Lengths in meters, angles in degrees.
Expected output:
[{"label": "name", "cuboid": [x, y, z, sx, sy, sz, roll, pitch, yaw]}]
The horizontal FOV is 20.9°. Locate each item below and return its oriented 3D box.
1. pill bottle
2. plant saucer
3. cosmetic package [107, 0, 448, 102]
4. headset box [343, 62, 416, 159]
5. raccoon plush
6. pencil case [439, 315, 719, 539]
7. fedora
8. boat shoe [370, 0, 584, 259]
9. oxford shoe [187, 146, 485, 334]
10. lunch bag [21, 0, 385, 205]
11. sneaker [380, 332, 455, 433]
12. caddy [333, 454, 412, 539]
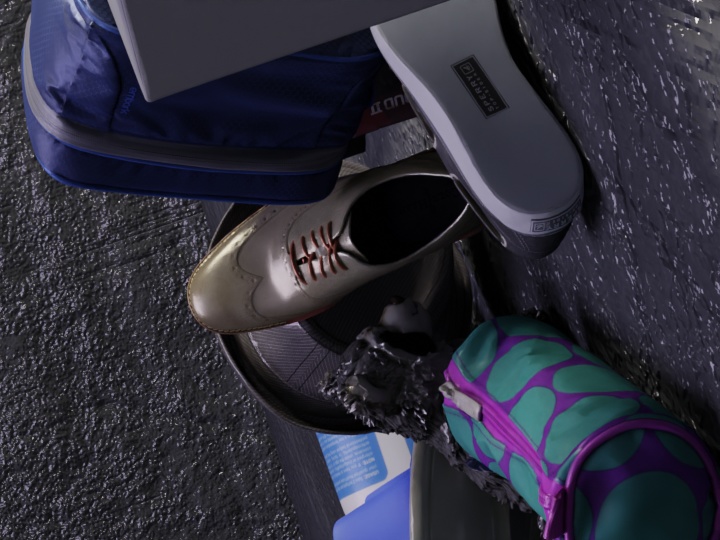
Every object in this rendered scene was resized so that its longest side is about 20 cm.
[{"label": "pill bottle", "cuboid": [0.025, 0.126, 1.471, 0.112, 0.111, 0.202, 110, 142, -77]}, {"label": "plant saucer", "cuboid": [0.080, 0.143, 1.201, 0.200, 0.050, 0.203, 0, -90, -72]}, {"label": "cosmetic package", "cuboid": [-0.039, -0.209, 0.850, 0.123, 0.198, 0.201, 84, 165, -56]}, {"label": "headset box", "cuboid": [-0.044, -0.157, 1.179, 0.077, 0.147, 0.202, -129, 21, -69]}, {"label": "raccoon plush", "cuboid": [0.061, 0.108, 1.079, 0.097, 0.133, 0.202, 124, 129, -68]}, {"label": "pencil case", "cuboid": [0.102, 0.085, 0.949, 0.200, 0.091, 0.086, -140, 56, -71]}, {"label": "fedora", "cuboid": [0.000, 0.000, 1.201, 0.176, 0.200, 0.090, 39, 147, -2]}, {"label": "boat shoe", "cuboid": [0.054, -0.092, 0.988, 0.201, 0.069, 0.066, 59, 166, 25]}, {"label": "oxford shoe", "cuboid": [-0.017, -0.019, 1.091, 0.071, 0.199, 0.074, 63, -165, 0]}, {"label": "lunch bag", "cuboid": [-0.082, -0.116, 1.055, 0.133, 0.198, 0.137, 116, 151, -43]}, {"label": "sneaker", "cuboid": [0.018, 0.054, 1.337, 0.200, 0.098, 0.070, -96, -9, -71]}, {"label": "caddy", "cuboid": [0.071, 0.214, 1.334, 0.201, 0.104, 0.141, 63, -159, 0]}]
